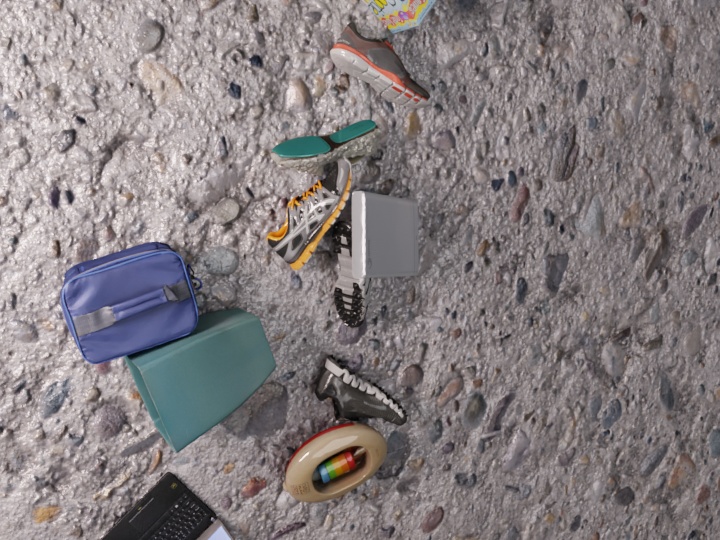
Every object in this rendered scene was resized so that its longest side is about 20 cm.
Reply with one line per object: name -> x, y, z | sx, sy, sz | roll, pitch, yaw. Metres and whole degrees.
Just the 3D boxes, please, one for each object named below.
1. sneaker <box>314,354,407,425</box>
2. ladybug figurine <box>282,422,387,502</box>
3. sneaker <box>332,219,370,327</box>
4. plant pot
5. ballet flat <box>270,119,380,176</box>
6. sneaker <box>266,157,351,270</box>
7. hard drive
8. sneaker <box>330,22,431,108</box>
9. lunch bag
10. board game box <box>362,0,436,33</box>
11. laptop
sneaker -> -0.004, 0.239, 1.209 | 0.198, 0.066, 0.091 | 37, 87, -22
ladybug figurine -> -0.049, 0.335, 1.190 | 0.196, 0.072, 0.139 | -20, 121, -14
sneaker -> 0.000, 0.000, 1.153 | 0.090, 0.065, 0.205 | -33, 130, -47
plant pot -> -0.241, 0.150, 1.042 | 0.197, 0.140, 0.145 | -27, 110, -26
ballet flat -> -0.050, -0.191, 1.106 | 0.196, 0.071, 0.074 | -20, 107, -20
sneaker -> -0.080, -0.098, 1.088 | 0.076, 0.078, 0.202 | 31, 101, -15
hard drive -> 0.046, -0.057, 1.123 | 0.198, 0.026, 0.136 | -2, 91, -60
sneaker -> 0.047, -0.344, 1.117 | 0.197, 0.077, 0.084 | 26, 83, -27
lunch bag -> -0.329, 0.044, 0.981 | 0.196, 0.132, 0.139 | -20, 108, -19
board game box -> 0.033, -0.493, 1.063 | 0.199, 0.105, 0.104 | 38, 84, -25
laptop -> -0.305, 0.473, 1.089 | 0.177, 0.103, 0.201 | -43, 114, -12
